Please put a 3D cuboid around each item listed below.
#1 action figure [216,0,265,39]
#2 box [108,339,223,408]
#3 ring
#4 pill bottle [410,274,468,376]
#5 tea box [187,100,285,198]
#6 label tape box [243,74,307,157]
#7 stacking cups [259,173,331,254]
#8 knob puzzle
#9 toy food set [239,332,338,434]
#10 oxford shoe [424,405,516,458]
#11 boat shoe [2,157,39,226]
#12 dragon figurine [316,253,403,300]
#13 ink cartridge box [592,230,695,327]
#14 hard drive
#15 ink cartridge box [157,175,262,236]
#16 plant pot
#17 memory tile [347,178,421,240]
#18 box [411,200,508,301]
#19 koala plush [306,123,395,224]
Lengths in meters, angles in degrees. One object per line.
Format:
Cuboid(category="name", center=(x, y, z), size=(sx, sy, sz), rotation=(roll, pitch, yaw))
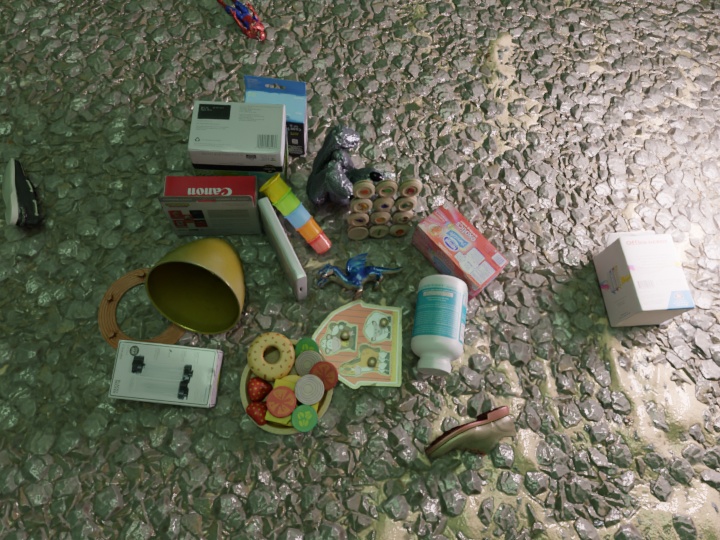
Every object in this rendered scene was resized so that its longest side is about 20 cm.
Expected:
Cuboid(category="action figure", center=(-0.327, -0.711, 1.451), size=(0.065, 0.052, 0.200), rotation=(-35, 77, -21))
Cuboid(category="box", center=(-0.386, 0.208, 1.049), size=(0.198, 0.060, 0.118), rotation=(5, 77, -2))
Cuboid(category="ring", center=(-0.464, 0.084, 1.126), size=(0.199, 0.019, 0.202), rotation=(2, 68, -4))
Cuboid(category="pill bottle", center=(0.168, 0.119, 1.115), size=(0.110, 0.111, 0.202), rotation=(11, 67, 0))
Cuboid(category="tea box", center=(-0.269, -0.267, 1.190), size=(0.198, 0.197, 0.135), rotation=(1, 67, -4))
Cuboid(category="label tape box", center=(-0.200, -0.357, 1.231), size=(0.143, 0.200, 0.064), rotation=(6, 66, -2))
Cuboid(category="stacking cups", center=(-0.137, -0.123, 1.167), size=(0.200, 0.060, 0.061), rotation=(48, 68, -19))
Cuboid(category="knob puzzle", center=(-0.008, 0.155, 1.129), size=(0.218, 0.030, 0.221), rotation=(2, 68, -4))
Cuboid(category="toy food set", center=(-0.149, 0.232, 1.072), size=(0.196, 0.049, 0.202), rotation=(12, 68, 1))
Cuboid(category="oxford shoe", center=(0.227, 0.343, 1.051), size=(0.199, 0.071, 0.075), rotation=(-21, 76, -12))
Cuboid(category="boat shoe", center=(-0.769, -0.177, 1.184), size=(0.060, 0.074, 0.201), rotation=(9, 39, -45))
Cuboid(category="dragon figurine", center=(0.000, 0.000, 1.177), size=(0.199, 0.059, 0.100), rotation=(-27, 73, -13))
Cuboid(category="ink cartridge box", center=(0.635, 0.013, 1.190), size=(0.127, 0.125, 0.202), rotation=(-2, 68, -6))
Cuboid(category="hard drive", center=(-0.170, -0.045, 1.141), size=(0.027, 0.132, 0.201), rotation=(-23, 71, -14))
Cuboid(category="ink cartridge box", center=(-0.324, -0.152, 1.150), size=(0.198, 0.176, 0.085), rotation=(-1, 68, -6))
Cuboid(category="plant pot", center=(-0.323, 0.013, 1.091), size=(0.198, 0.201, 0.143), rotation=(14, 41, 1))
Cuboid(category="memory tile", center=(0.049, -0.132, 1.161), size=(0.152, 0.200, 0.017), rotation=(-2, 59, -7))
Cuboid(category="box", center=(0.222, -0.043, 1.194), size=(0.102, 0.095, 0.200), rotation=(-39, 75, -18))
Cuboid(category="koala plush", center=(-0.011, -0.205, 1.227), size=(0.199, 0.184, 0.179), rotation=(16, 65, -21))
